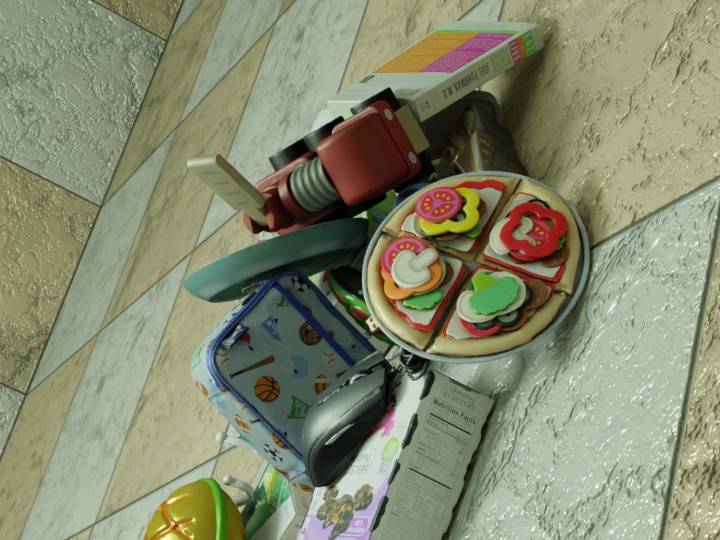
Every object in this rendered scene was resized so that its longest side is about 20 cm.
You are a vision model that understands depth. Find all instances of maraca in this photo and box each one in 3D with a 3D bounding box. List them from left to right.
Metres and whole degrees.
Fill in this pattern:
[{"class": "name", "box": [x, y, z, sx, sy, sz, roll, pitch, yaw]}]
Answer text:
[{"class": "maraca", "box": [-0.176, 0.315, 1.618, 0.137, 0.106, 0.202, -19, 60, 62]}]

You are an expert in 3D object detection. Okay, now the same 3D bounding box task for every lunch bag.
[{"class": "lunch bag", "box": [-0.058, 0.101, 1.520, 0.160, 0.200, 0.075, -46, 8, -28]}]

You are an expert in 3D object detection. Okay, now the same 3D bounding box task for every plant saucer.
[{"class": "plant saucer", "box": [-0.081, -0.006, 1.572, 0.200, 0.199, 0.028, -31, 78, 58]}]

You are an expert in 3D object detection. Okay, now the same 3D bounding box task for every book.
[{"class": "book", "box": [0.080, -0.204, 1.617, 0.199, 0.048, 0.133, -33, 24, -34]}]

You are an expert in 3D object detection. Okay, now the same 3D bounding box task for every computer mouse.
[{"class": "computer mouse", "box": [-0.006, 0.094, 1.422, 0.200, 0.046, 0.141, -52, 22, 32]}]

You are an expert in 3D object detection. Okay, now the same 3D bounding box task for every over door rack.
[{"class": "over door rack", "box": [-0.140, 0.210, 1.753, 0.148, 0.066, 0.200, -62, 6, -31]}]

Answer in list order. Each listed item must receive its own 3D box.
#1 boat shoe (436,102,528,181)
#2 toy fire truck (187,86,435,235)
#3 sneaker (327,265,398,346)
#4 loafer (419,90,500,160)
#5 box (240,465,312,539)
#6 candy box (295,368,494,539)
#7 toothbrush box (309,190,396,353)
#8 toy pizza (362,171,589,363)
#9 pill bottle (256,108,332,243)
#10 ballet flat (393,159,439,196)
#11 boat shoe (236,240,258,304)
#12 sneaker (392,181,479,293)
[{"class": "boat shoe", "box": [0.115, -0.099, 1.537, 0.072, 0.076, 0.200, -45, 13, 17]}, {"class": "toy fire truck", "box": [-0.052, -0.094, 1.487, 0.175, 0.129, 0.200, -26, 6, 34]}, {"class": "sneaker", "box": [0.048, 0.026, 1.525, 0.199, 0.077, 0.084, 14, 61, 44]}, {"class": "loafer", "box": [0.053, -0.138, 1.637, 0.198, 0.070, 0.070, -20, 15, 1]}, {"class": "box", "box": [-0.114, 0.307, 1.672, 0.201, 0.036, 0.145, -57, 19, 13]}, {"class": "candy box", "box": [0.022, 0.196, 1.396, 0.168, 0.071, 0.201, -18, 47, 65]}, {"class": "toothbrush box", "box": [0.000, 0.000, 1.703, 0.146, 0.086, 0.201, -53, 22, 26]}, {"class": "toy pizza", "box": [0.096, -0.011, 1.337, 0.032, 0.198, 0.202, 69, -150, -52]}, {"class": "pill bottle", "box": [-0.043, -0.085, 1.892, 0.113, 0.113, 0.201, -14, 51, 66]}, {"class": "ballet flat", "box": [0.068, -0.084, 1.661, 0.070, 0.069, 0.200, -58, 19, 13]}, {"class": "boat shoe", "box": [-0.095, -0.018, 1.987, 0.201, 0.075, 0.072, -64, 23, 3]}, {"class": "sneaker", "box": [0.079, -0.021, 1.420, 0.200, 0.082, 0.074, 48, 121, 44]}]
